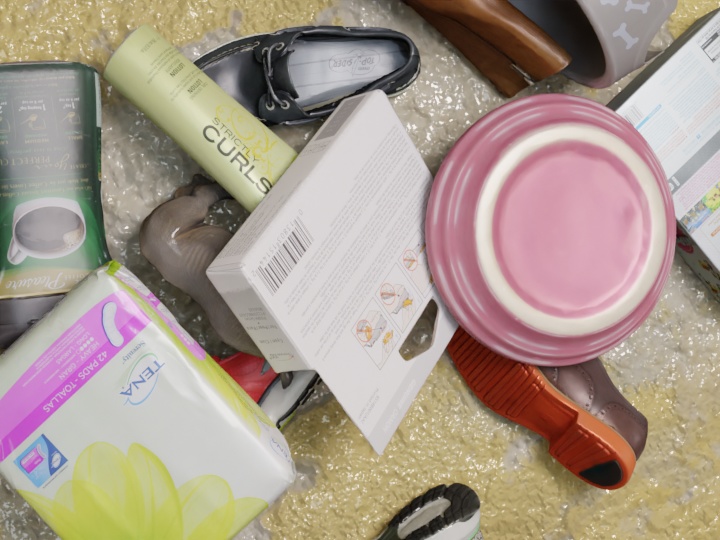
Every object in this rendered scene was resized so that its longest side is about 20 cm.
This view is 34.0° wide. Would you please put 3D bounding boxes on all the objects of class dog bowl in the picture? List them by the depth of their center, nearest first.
[{"bbox_3d":[0.141,-0.217,0.857,0.059,0.200,0.200,-43,96,-3],"label":"dog bowl"}]

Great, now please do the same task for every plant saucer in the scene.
[{"bbox_3d":[0.148,-0.030,0.870,0.197,0.051,0.205,0,91,-12],"label":"plant saucer"}]

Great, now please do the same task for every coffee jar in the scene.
[{"bbox_3d":[-0.233,-0.046,0.859,0.102,0.085,0.204,-5,91,-22],"label":"coffee jar"}]

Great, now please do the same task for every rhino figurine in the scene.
[{"bbox_3d":[-0.081,0.013,0.864,0.200,0.060,0.087,44,59,10],"label":"rhino figurine"}]

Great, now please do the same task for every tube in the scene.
[{"bbox_3d":[-0.096,-0.096,0.860,0.200,0.052,0.058,42,94,-3],"label":"tube"}]

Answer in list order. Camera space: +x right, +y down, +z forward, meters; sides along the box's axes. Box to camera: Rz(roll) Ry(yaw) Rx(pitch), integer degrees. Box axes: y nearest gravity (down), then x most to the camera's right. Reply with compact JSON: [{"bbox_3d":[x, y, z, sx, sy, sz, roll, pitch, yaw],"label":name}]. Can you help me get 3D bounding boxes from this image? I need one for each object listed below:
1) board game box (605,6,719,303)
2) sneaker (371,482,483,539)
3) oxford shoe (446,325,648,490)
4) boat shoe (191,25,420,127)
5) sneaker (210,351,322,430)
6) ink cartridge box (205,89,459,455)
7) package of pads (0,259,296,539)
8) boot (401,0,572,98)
[{"bbox_3d":[0.298,-0.087,0.951,0.147,0.064,0.201,-41,95,-5],"label":"board game box"},{"bbox_3d":[0.024,0.256,0.915,0.198,0.077,0.089,-32,107,-3],"label":"sneaker"},{"bbox_3d":[0.145,0.084,0.940,0.200,0.071,0.073,44,51,0],"label":"oxford shoe"},{"bbox_3d":[-0.046,-0.149,0.897,0.195,0.066,0.076,-5,92,-8],"label":"boat shoe"},{"bbox_3d":[-0.104,0.109,0.898,0.085,0.077,0.201,38,78,9],"label":"sneaker"},{"bbox_3d":[0.000,0.000,0.851,0.177,0.044,0.201,56,49,-25],"label":"ink cartridge box"},{"bbox_3d":[-0.156,0.112,0.804,0.154,0.068,0.201,-41,99,1],"label":"package of pads"},{"bbox_3d":[0.070,-0.208,0.853,0.199,0.188,0.069,42,74,-5],"label":"boot"}]
